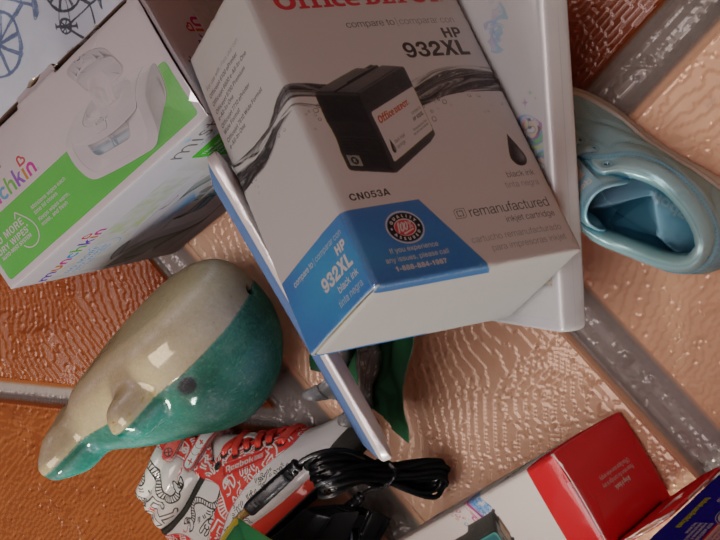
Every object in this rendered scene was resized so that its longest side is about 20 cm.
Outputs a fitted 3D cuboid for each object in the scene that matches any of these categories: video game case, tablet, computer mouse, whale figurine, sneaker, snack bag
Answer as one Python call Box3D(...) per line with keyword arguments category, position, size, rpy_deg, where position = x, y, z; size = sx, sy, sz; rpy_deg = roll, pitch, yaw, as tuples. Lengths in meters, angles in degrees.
Box3D(category="video game case", position=(0.066, -0.070, 0.876), size=(0.182, 0.024, 0.200), rpy_deg=(7, 104, 57))
Box3D(category="tablet", position=(-0.038, 0.022, 0.858), size=(0.014, 0.130, 0.200), rpy_deg=(-31, 90, -5))
Box3D(category="computer mouse", position=(-0.039, 0.186, 0.956), size=(0.200, 0.140, 0.046), rpy_deg=(-40, 54, 28))
Box3D(category="whale figurine", position=(-0.136, 0.084, 0.997), size=(0.200, 0.159, 0.104), rpy_deg=(-42, 104, 17))
Box3D(category="sneaker", position=(-0.083, 0.135, 1.015), size=(0.108, 0.067, 0.201), rpy_deg=(50, 120, 10))
Box3D(category="sneaker", position=(0.136, -0.061, 0.849), size=(0.200, 0.082, 0.074), rpy_deg=(27, 110, 24))
Box3D(category="snack bag", position=(-0.230, -0.215, 1.063), size=(0.200, 0.021, 0.189), rpy_deg=(-9, 95, 31))

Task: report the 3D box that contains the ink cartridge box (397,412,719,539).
Box3D(category="ink cartridge box", position=(0.112, 0.154, 0.881), size=(0.200, 0.116, 0.067), rpy_deg=(-35, 80, 28))

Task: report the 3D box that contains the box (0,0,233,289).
Box3D(category="box", position=(-0.138, -0.089, 0.944), size=(0.200, 0.176, 0.097), rpy_deg=(-36, 81, 28))

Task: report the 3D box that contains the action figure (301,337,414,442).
Box3D(category="action figure", position=(0.000, 0.000, 0.927), size=(0.118, 0.055, 0.200), rpy_deg=(28, 119, 45))

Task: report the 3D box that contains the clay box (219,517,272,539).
Box3D(category="clay box", position=(-0.067, 0.246, 0.956), size=(0.115, 0.048, 0.200), rpy_deg=(33, 145, 3))

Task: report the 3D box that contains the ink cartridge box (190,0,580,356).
Box3D(category="ink cartridge box", position=(0.011, -0.068, 0.805), size=(0.084, 0.145, 0.200), rpy_deg=(-50, 57, 50))

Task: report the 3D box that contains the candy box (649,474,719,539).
Box3D(category="candy box", position=(0.228, 0.227, 0.799), size=(0.077, 0.169, 0.200), rpy_deg=(-3, 97, 31))
